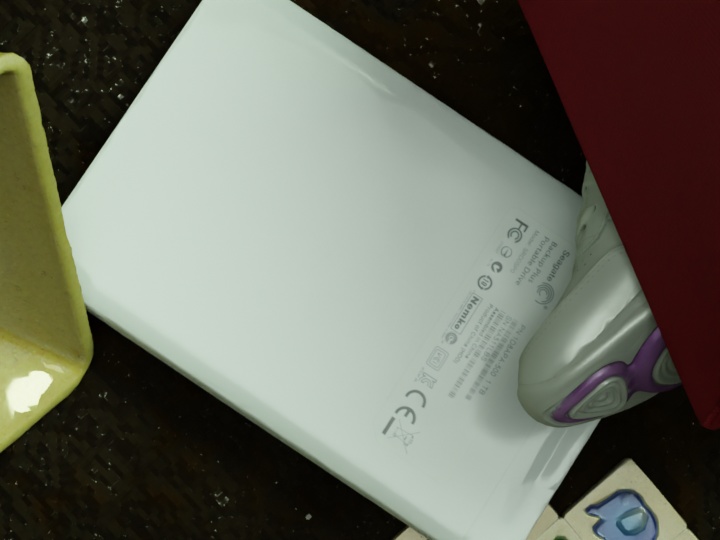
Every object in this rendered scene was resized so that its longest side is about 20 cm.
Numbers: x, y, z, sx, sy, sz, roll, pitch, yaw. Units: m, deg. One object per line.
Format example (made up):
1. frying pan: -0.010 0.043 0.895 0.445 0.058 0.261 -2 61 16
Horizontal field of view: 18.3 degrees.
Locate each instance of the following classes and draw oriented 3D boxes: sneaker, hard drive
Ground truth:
1. sneaker: 0.103 -0.030 0.780 0.099 0.075 0.200 32 65 18
2. hard drive: 0.000 0.000 0.801 0.200 0.025 0.132 34 81 0

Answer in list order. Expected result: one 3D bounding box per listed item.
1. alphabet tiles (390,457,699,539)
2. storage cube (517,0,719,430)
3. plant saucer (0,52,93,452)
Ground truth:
1. alphabet tiles: 0.077 0.172 0.809 0.167 0.008 0.200 -40 89 -3
2. storage cube: 0.163 -0.084 0.666 0.170 0.180 0.201 -16 66 -13
3. plant saucer: -0.181 0.033 0.703 0.048 0.200 0.200 41 68 21
